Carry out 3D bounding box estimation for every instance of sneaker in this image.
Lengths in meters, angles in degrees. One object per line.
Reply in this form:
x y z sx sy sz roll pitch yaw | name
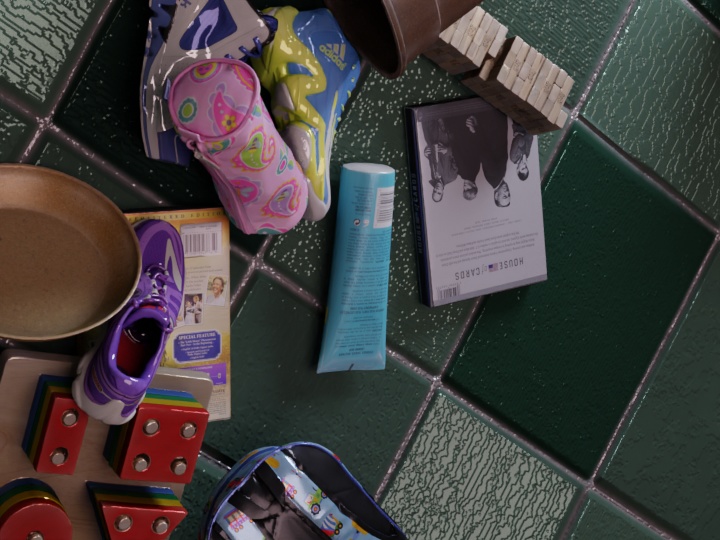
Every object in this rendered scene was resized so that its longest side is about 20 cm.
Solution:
-0.131 -0.189 1.458 0.114 0.081 0.202 5 95 0 | sneaker
-0.181 0.037 1.415 0.080 0.083 0.202 26 50 -23 | sneaker
-0.035 -0.152 1.548 0.104 0.075 0.203 -19 106 -27 | sneaker

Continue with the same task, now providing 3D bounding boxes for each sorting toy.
-0.236 0.184 1.459 0.198 0.070 0.201 9 106 -31 | sorting toy

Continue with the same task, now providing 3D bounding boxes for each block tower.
0.122 -0.212 1.629 0.199 0.054 0.058 35 72 -23 | block tower

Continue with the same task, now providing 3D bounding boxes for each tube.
0.000 0.000 1.604 0.077 0.050 0.203 -1 103 -26 | tube

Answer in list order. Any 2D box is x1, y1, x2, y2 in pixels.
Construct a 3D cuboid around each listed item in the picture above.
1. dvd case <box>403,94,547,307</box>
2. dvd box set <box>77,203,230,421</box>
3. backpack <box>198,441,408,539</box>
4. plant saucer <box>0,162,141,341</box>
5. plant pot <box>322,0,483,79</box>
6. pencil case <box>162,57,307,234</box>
0.119 -0.075 1.682 0.149 0.025 0.203 -12 103 -29 | dvd case
-0.189 0.044 1.512 0.145 0.029 0.203 -6 101 -29 | dvd box set
-0.072 0.255 1.554 0.183 0.134 0.201 -47 118 -16 | backpack
-0.283 -0.008 1.384 0.198 0.201 0.036 -9 141 -29 | plant saucer
0.063 -0.308 1.489 0.197 0.200 0.202 -31 112 -10 | plant pot
-0.105 -0.103 1.426 0.088 0.087 0.200 -54 158 -12 | pencil case
